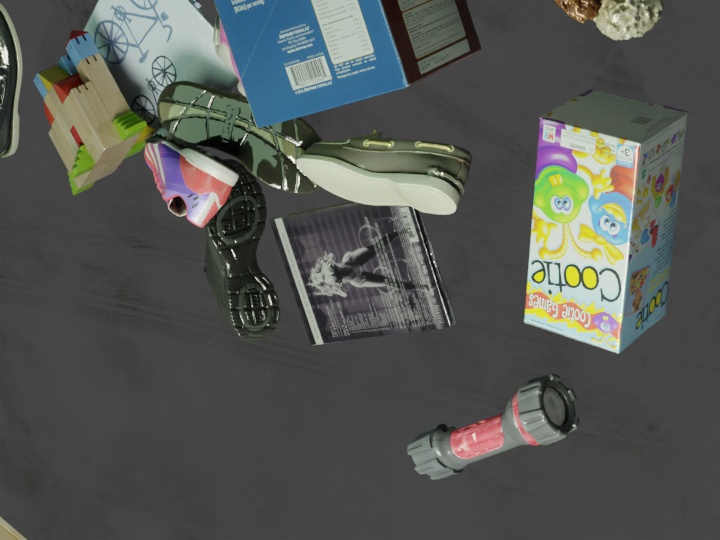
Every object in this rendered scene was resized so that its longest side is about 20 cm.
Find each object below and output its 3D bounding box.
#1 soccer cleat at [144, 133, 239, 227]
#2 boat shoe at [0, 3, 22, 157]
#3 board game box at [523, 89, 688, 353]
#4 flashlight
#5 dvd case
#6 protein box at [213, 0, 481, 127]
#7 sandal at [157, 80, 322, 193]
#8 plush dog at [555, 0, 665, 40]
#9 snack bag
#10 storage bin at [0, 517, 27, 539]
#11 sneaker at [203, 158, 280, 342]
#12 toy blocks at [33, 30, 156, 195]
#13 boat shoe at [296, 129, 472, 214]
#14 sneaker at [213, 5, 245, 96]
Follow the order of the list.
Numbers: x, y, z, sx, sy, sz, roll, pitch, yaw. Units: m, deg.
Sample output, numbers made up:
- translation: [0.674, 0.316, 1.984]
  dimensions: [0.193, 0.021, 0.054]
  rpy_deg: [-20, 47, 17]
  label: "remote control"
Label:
- translation: [-0.195, -0.097, 1.696]
  dimensions: [0.199, 0.068, 0.074]
  rpy_deg: [22, 84, 60]
  label: "soccer cleat"
- translation: [-0.456, -0.225, 1.907]
  dimensions: [0.074, 0.066, 0.202]
  rpy_deg: [25, 123, 27]
  label: "boat shoe"
- translation: [0.222, -0.046, 1.441]
  dimensions: [0.102, 0.105, 0.203]
  rpy_deg: [17, 119, 31]
  label: "board game box"
- translation: [0.131, 0.165, 1.630]
  dimensions: [0.199, 0.068, 0.068]
  rpy_deg: [-25, 95, 41]
  label: "flashlight"
- translation: [0.000, 0.000, 1.692]
  dimensions: [0.198, 0.016, 0.150]
  rpy_deg: [-10, 104, 39]
  label: "dvd case"
- translation: [-0.024, -0.268, 1.511]
  dimensions: [0.197, 0.134, 0.202]
  rpy_deg: [-10, 104, 40]
  label: "protein box"
- translation: [-0.120, -0.151, 1.686]
  dimensions: [0.199, 0.057, 0.081]
  rpy_deg: [27, 106, 8]
  label: "sandal"
- translation: [0.159, -0.287, 1.336]
  dimensions: [0.199, 0.171, 0.162]
  rpy_deg: [29, 125, 25]
  label: "plush dog"
- translation: [-0.219, -0.239, 1.751]
  dimensions: [0.200, 0.021, 0.189]
  rpy_deg: [46, 131, 8]
  label: "snack bag"
- translation: [-0.559, 0.447, 2.272]
  dimensions: [0.199, 0.093, 0.200]
  rpy_deg: [34, 128, 20]
  label: "storage bin"
- translation: [-0.146, -0.022, 1.758]
  dimensions: [0.090, 0.075, 0.203]
  rpy_deg: [7, 103, 63]
  label: "sneaker"
- translation: [-0.316, -0.183, 1.793]
  dimensions: [0.138, 0.099, 0.200]
  rpy_deg: [61, 155, 3]
  label: "toy blocks"
- translation: [0.024, -0.105, 1.597]
  dimensions: [0.200, 0.061, 0.072]
  rpy_deg: [12, 157, 37]
  label: "boat shoe"
- translation: [-0.119, -0.260, 1.624]
  dimensions: [0.087, 0.081, 0.203]
  rpy_deg: [-7, 105, 37]
  label: "sneaker"
